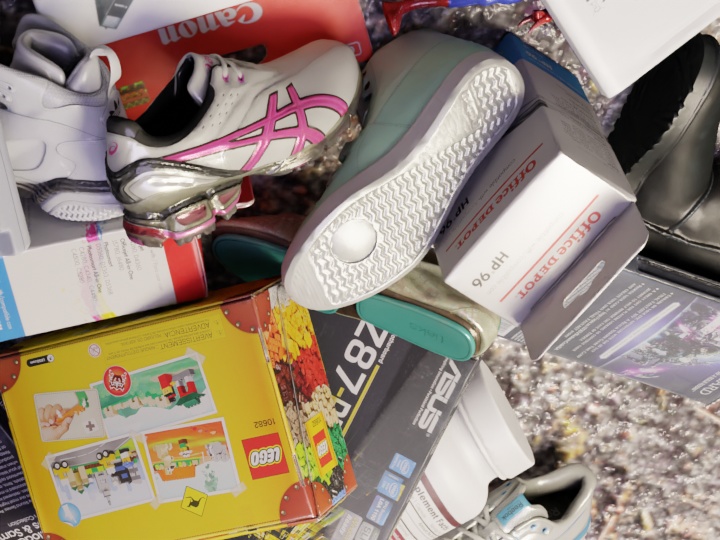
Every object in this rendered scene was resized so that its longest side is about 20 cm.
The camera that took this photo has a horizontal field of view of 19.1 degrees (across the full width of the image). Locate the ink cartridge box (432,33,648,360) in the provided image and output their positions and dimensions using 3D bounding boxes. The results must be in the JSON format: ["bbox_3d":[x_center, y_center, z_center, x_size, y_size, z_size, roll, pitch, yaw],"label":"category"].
[{"bbox_3d":[0.102,-0.049,1.357,0.068,0.200,0.116,30,113,-26],"label":"ink cartridge box"}]

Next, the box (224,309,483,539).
[{"bbox_3d":[-0.031,0.108,1.451,0.160,0.049,0.201,28,94,6],"label":"box"}]

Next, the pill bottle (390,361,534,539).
[{"bbox_3d":[0.017,0.146,1.523,0.199,0.113,0.113,-28,123,8],"label":"pill bottle"}]

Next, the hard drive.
[{"bbox_3d":[0.152,-0.226,1.320,0.132,0.025,0.200,-37,112,-2],"label":"hard drive"}]

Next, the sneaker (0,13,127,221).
[{"bbox_3d":[-0.229,-0.097,1.321,0.198,0.075,0.116,5,127,13],"label":"sneaker"}]

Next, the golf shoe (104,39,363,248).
[{"bbox_3d":[-0.073,-0.098,1.309,0.200,0.072,0.093,-39,129,-34],"label":"golf shoe"}]

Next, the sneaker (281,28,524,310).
[{"bbox_3d":[0.011,-0.068,1.371,0.201,0.118,0.074,-48,122,-1],"label":"sneaker"}]

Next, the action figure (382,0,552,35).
[{"bbox_3d":[0.112,-0.193,1.360,0.198,0.052,0.066,-13,119,-4],"label":"action figure"}]

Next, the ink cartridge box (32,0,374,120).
[{"bbox_3d":[-0.100,-0.172,1.338,0.199,0.044,0.174,-16,123,1],"label":"ink cartridge box"}]

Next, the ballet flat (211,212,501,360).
[{"bbox_3d":[0.000,0.000,1.402,0.199,0.063,0.068,23,146,6],"label":"ballet flat"}]

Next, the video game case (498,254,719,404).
[{"bbox_3d":[0.198,0.037,1.494,0.199,0.019,0.143,17,151,-18],"label":"video game case"}]

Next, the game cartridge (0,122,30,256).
[{"bbox_3d":[-0.296,-0.071,1.302,0.199,0.041,0.134,-1,114,31],"label":"game cartridge"}]

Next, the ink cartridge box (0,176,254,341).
[{"bbox_3d":[-0.165,-0.026,1.375,0.198,0.116,0.068,-11,124,-2],"label":"ink cartridge box"}]

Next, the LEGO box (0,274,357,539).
[{"bbox_3d":[-0.122,0.099,1.385,0.199,0.077,0.150,-13,97,21],"label":"LEGO box"}]

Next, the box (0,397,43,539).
[{"bbox_3d":[-0.283,0.131,1.467,0.142,0.036,0.201,-19,118,27],"label":"box"}]

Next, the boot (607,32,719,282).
[{"bbox_3d":[0.247,-0.060,1.454,0.161,0.074,0.199,17,126,-17],"label":"boot"}]

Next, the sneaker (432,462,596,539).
[{"bbox_3d":[0.091,0.192,1.548,0.199,0.075,0.087,-28,155,-28],"label":"sneaker"}]
